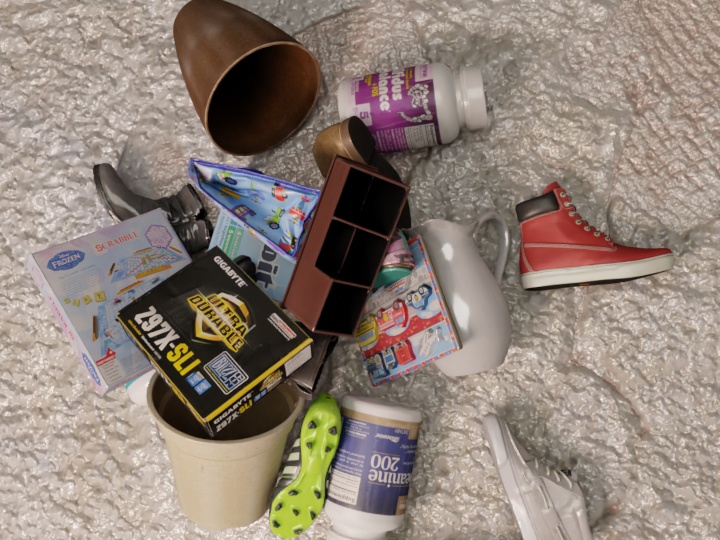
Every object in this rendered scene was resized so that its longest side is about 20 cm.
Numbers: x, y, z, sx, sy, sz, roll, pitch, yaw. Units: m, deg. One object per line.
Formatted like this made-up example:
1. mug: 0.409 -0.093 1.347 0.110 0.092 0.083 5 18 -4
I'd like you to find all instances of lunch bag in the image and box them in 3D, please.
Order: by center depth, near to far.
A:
1. lunch bag: -0.138 -0.083 1.009 0.198 0.151 0.095 24 87 13

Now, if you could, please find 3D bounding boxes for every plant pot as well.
1. plant pot: -0.177 0.228 0.992 0.198 0.201 0.185 14 120 13
2. plant pot: -0.187 -0.303 1.096 0.187 0.187 0.200 -41 62 3

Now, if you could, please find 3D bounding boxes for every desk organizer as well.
1. desk organizer: -0.019 -0.027 0.910 0.077 0.071 0.202 33 106 49

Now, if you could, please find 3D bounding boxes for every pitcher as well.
1. pitcher: 0.149 0.026 1.006 0.170 0.121 0.203 -12 90 -30

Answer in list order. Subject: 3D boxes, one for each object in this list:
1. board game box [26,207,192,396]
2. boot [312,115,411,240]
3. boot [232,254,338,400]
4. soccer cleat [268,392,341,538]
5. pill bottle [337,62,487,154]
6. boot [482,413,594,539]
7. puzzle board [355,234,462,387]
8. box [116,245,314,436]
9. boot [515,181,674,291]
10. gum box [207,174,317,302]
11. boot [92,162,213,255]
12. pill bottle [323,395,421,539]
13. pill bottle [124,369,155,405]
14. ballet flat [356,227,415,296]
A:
1. board game box: -0.308 0.035 1.019 0.201 0.199 0.041 58 138 7
2. boot: 0.006 -0.117 1.043 0.075 0.074 0.201 -14 123 31
3. boot: -0.113 0.074 1.005 0.172 0.070 0.202 9 52 5
4. soccer cleat: -0.068 0.257 0.986 0.067 0.081 0.202 19 105 -3
5. pill bottle: 0.075 -0.227 1.052 0.197 0.112 0.114 -8 81 10
6. boot: 0.232 0.271 0.981 0.095 0.074 0.202 -20 87 2
7. puzzle board: 0.044 0.060 0.999 0.200 0.017 0.152 -34 72 51
8. box: -0.179 0.080 0.926 0.159 0.050 0.200 -37 60 -21
9. boot: 0.309 -0.053 1.005 0.197 0.072 0.146 -4 80 14
10. gum box: -0.115 -0.043 1.100 0.198 0.045 0.172 16 86 13
11. boot: -0.308 -0.098 1.142 0.131 0.070 0.201 -31 88 2
12. pill bottle: 0.011 0.274 0.997 0.110 0.111 0.203 10 84 12
13. pill bottle: -0.298 0.115 1.082 0.110 0.111 0.202 -29 78 6
14. ballet flat: 0.000 0.000 0.987 0.199 0.069 0.072 -32 54 48
